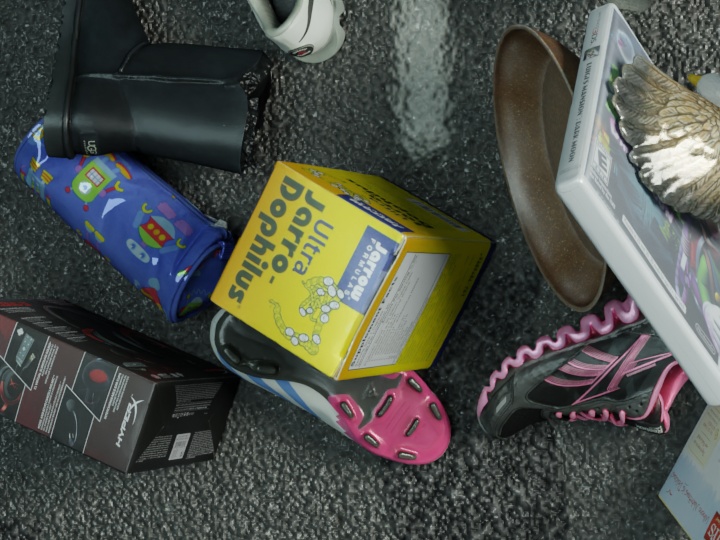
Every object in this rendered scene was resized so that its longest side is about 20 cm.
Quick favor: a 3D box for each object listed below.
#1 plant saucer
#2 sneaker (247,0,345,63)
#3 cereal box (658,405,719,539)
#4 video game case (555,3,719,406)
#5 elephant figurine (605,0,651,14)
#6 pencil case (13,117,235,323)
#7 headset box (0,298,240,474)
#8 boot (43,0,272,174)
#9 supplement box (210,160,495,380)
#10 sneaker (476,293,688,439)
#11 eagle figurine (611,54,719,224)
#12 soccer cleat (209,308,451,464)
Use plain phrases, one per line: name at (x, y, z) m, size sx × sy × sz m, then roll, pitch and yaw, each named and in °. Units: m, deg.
plant saucer at (0.142, -0.073, 1.197) m, size 0.036 × 0.200 × 0.202 m, roll -15°, pitch 82°, yaw -12°
sneaker at (-0.071, -0.260, 1.324) m, size 0.074 × 0.088 × 0.202 m, roll -25°, pitch 79°, yaw 21°
cereal box at (0.275, 0.096, 1.151) m, size 0.039 × 0.144 × 0.201 m, roll 24°, pitch 101°, yaw -12°
video game case at (0.193, -0.044, 1.117) m, size 0.023 × 0.183 × 0.200 m, roll -21°, pitch 124°, yaw 31°
elephant figurine at (0.177, -0.242, 1.151) m, size 0.154 × 0.200 × 0.143 m, roll 6°, pitch 110°, yaw 27°
pencil case at (-0.181, -0.047, 1.370) m, size 0.200 × 0.078 × 0.087 m, roll 40°, pitch 94°, yaw 18°
headset box at (-0.216, 0.081, 1.346) m, size 0.199 × 0.148 × 0.076 m, roll 21°, pitch 96°, yaw 21°
boot at (-0.151, -0.163, 1.361) m, size 0.166 × 0.077 × 0.202 m, roll 4°, pitch 56°, yaw -1°
supplement box at (0.000, 0.000, 1.230) m, size 0.109 × 0.200 × 0.110 m, roll 30°, pitch 100°, yaw 19°
sneaker at (0.174, 0.079, 1.220) m, size 0.199 × 0.079 × 0.096 m, roll -31°, pitch 71°, yaw 20°
eagle figurine at (0.260, -0.095, 1.115) m, size 0.150 × 0.200 × 0.153 m, roll 3°, pitch 77°, yaw 26°
soccer cleat at (-0.021, 0.079, 1.316) m, size 0.199 × 0.086 × 0.070 m, roll 30°, pitch 88°, yaw -4°
